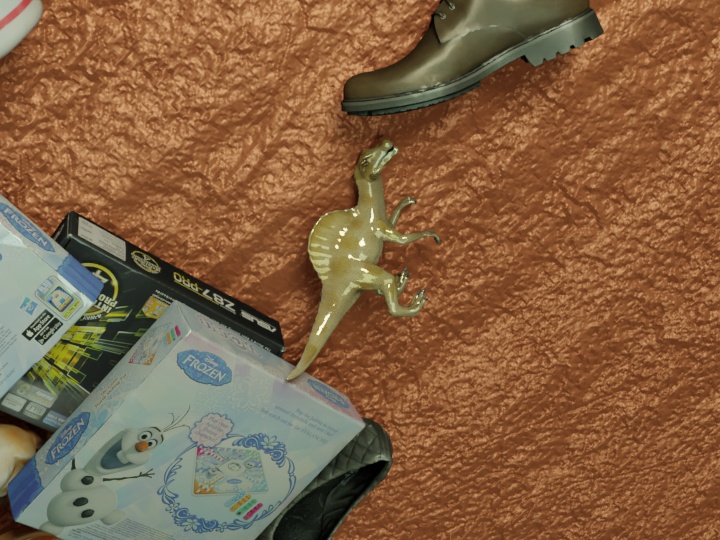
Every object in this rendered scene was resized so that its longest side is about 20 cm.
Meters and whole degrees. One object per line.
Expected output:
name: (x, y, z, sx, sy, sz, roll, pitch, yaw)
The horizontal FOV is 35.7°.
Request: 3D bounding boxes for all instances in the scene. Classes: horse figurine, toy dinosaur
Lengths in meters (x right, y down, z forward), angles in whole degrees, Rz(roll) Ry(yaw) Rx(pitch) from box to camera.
horse figurine: (-0.296, 0.168, 0.859, 0.050, 0.200, 0.133, 34, 109, 10)
toy dinosaur: (0.000, 0.000, 0.885, 0.101, 0.058, 0.200, 22, 83, -25)

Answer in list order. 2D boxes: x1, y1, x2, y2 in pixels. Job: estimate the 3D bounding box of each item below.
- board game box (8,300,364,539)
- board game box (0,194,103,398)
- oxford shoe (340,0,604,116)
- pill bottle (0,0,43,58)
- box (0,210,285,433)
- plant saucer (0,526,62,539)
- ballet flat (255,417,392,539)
board game box: (-0.131, 0.144, 0.877, 0.199, 0.043, 0.200, -46, 132, 10)
board game box: (-0.325, 0.017, 0.799, 0.200, 0.043, 0.199, -43, 106, 14)
oxford shoe: (0.071, -0.173, 0.824, 0.200, 0.073, 0.085, -25, 104, -3)
pill bottle: (-0.291, -0.215, 0.677, 0.109, 0.109, 0.200, -28, 120, 2)
box: (-0.186, 0.067, 0.889, 0.200, 0.049, 0.161, 31, 109, -27)
plant saucer: (-0.295, 0.312, 0.930, 0.032, 0.200, 0.201, 9, 124, 28)
ballet flat: (-0.040, 0.216, 1.000, 0.066, 0.057, 0.200, 25, 109, -24)
